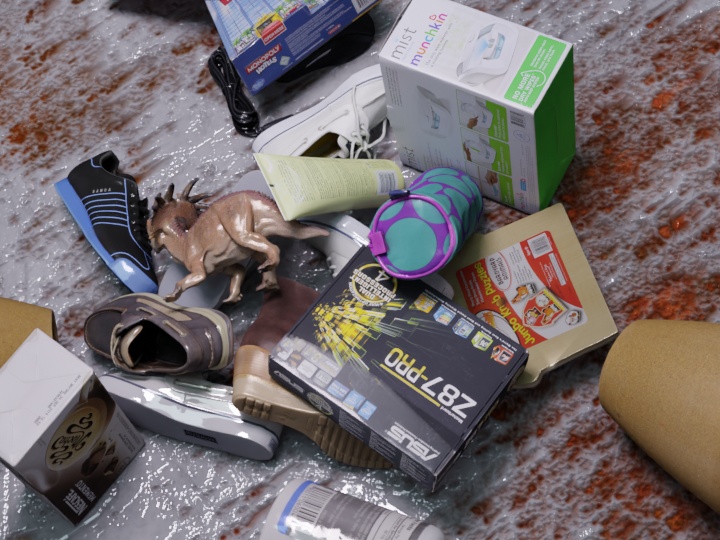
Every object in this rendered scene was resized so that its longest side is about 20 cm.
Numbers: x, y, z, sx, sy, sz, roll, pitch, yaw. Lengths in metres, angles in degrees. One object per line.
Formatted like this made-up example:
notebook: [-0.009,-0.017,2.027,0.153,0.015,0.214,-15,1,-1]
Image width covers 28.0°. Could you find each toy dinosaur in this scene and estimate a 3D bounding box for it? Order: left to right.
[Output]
toy dinosaur: [-0.138,-0.043,1.450,0.198,0.086,0.137,-19,70,15]

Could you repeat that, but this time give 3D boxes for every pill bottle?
pill bottle: [0.012,0.275,1.327,0.198,0.114,0.114,18,67,18]

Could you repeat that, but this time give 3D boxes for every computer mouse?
computer mouse: [-0.072,-0.234,1.640,0.198,0.046,0.141,-18,60,0]

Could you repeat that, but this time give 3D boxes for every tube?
tube: [-0.032,-0.089,1.482,0.058,0.199,0.052,22,106,32]

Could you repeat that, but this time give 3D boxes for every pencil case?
pencil case: [0.066,-0.051,1.437,0.092,0.200,0.086,1,101,13]

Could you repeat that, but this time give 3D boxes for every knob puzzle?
knob puzzle: [0.145,0.043,1.467,0.218,0.031,0.221,-12,54,17]

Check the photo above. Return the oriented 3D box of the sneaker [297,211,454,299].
sneaker: [0.000,0.000,1.489,0.199,0.073,0.071,30,73,29]

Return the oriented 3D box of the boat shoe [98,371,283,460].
boat shoe: [-0.171,0.131,1.458,0.198,0.072,0.066,13,61,15]

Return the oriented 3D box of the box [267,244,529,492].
box: [0.036,0.089,1.378,0.199,0.049,0.161,34,65,15]

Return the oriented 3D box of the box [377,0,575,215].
box: [0.122,-0.166,1.485,0.175,0.200,0.097,23,68,21]

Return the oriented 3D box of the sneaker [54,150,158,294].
sneaker: [-0.259,-0.053,1.563,0.078,0.070,0.200,-37,59,-3]

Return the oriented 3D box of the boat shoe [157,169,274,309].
boat shoe: [-0.139,-0.017,1.527,0.071,0.070,0.201,38,100,22]

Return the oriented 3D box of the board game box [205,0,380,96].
board game box: [-0.099,-0.318,1.644,0.200,0.062,0.200,-38,45,-7]

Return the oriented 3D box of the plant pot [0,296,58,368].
plant pot: [-0.409,0.096,1.469,0.198,0.187,0.188,-5,61,-7]

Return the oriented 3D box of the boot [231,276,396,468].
boot: [-0.024,0.097,1.448,0.199,0.073,0.167,23,47,-6]

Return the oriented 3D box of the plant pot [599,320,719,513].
plant pot: [0.326,0.123,1.320,0.199,0.187,0.187,26,69,35]

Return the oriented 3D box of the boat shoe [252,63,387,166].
boat shoe: [-0.017,-0.148,1.567,0.201,0.075,0.086,-28,56,-2]

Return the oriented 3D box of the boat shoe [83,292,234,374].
boat shoe: [-0.216,0.064,1.451,0.199,0.073,0.075,0,99,39]

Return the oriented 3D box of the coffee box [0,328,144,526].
coffee box: [-0.293,0.156,1.392,0.080,0.200,0.113,33,72,20]
